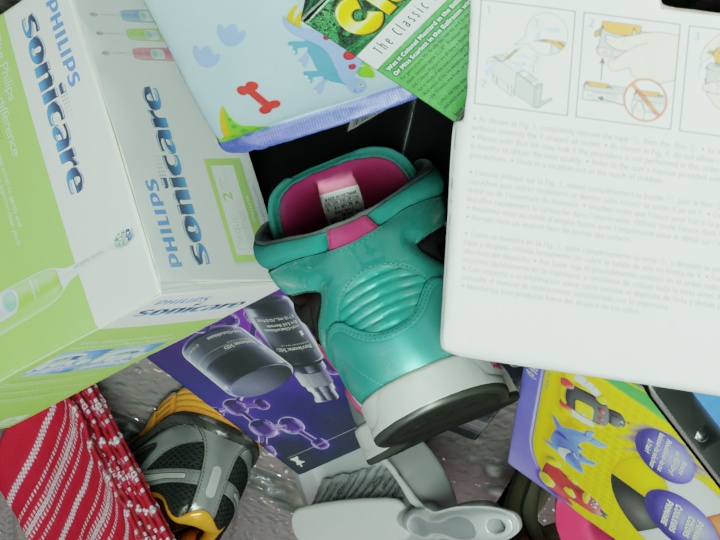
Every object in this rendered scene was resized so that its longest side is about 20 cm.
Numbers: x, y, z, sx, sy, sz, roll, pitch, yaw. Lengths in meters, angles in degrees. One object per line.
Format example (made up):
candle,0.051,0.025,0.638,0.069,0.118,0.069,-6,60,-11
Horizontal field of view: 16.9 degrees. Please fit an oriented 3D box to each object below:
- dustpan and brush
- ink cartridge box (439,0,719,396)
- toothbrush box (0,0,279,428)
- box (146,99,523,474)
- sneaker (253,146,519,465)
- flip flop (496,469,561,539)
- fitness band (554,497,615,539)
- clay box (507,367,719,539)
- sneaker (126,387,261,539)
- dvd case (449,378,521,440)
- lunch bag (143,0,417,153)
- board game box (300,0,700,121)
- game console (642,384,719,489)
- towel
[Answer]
dustpan and brush,0.020,0.122,1.210,0.199,0.057,0.140,-10,101,46
ink cartridge box,0.131,-0.042,0.852,0.199,0.044,0.175,8,111,14
toothbrush box,-0.146,-0.024,1.083,0.199,0.147,0.086,-28,165,39
box,0.000,0.000,1.116,0.199,0.079,0.141,-27,128,38
sneaker,0.008,0.013,1.010,0.083,0.121,0.200,-22,172,-3
flip flop,0.084,0.152,1.209,0.057,0.200,0.081,30,102,-4
fitness band,0.191,0.120,1.153,0.199,0.038,0.144,18,137,-3
clay box,0.157,0.096,1.022,0.200,0.048,0.115,35,152,20
sneaker,-0.117,0.138,1.334,0.078,0.078,0.200,21,142,-13
dvd case,0.031,0.002,1.180,0.148,0.016,0.200,22,140,-10
lunch bag,0.004,-0.158,0.925,0.199,0.128,0.171,-18,130,11
board game box,0.078,-0.124,0.843,0.104,0.024,0.200,31,131,-23
game console,0.237,0.056,0.893,0.200,0.116,0.176,51,145,-9
towel,-0.140,0.151,1.293,0.022,0.201,0.145,-15,153,-31
